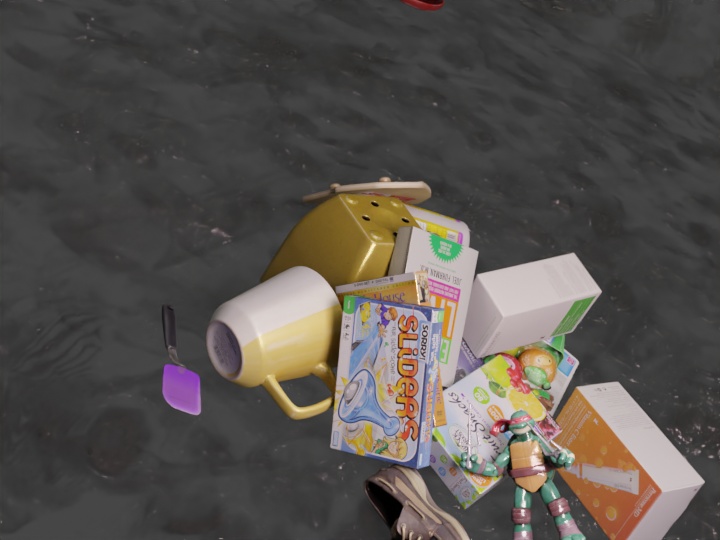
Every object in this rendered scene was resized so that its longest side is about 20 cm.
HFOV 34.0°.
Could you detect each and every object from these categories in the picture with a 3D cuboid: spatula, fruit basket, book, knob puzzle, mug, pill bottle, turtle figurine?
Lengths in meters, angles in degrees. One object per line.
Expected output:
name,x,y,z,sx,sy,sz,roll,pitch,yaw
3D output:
spatula,-0.244,0.109,1.546,0.056,0.021,0.201,23,26,-31
fruit basket,0.235,0.139,1.806,0.184,0.094,0.200,32,34,9
book,0.092,0.054,1.644,0.133,0.202,0.048,17,-11,-36
knob puzzle,0.031,-0.135,1.964,0.218,0.219,0.031,3,82,-35
mug,-0.110,0.092,1.560,0.152,0.151,0.186,-18,33,-40
pill bottle,0.075,-0.058,1.963,0.198,0.105,0.105,17,32,-16
turtle figurine,0.215,0.255,1.505,0.100,0.149,0.202,-7,81,-58

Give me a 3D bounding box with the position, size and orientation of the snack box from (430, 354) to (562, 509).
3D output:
snack box,0.170,0.218,1.622,0.199,0.053,0.143,-26,69,-42

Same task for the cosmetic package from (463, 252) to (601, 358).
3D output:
cosmetic package,0.248,0.051,1.767,0.198,0.108,0.085,-14,58,-32

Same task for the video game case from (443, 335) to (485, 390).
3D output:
video game case,0.108,0.168,1.682,0.198,0.019,0.144,-10,58,-35

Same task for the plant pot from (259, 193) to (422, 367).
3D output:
plant pot,0.000,0.000,1.725,0.193,0.201,0.196,1,38,-36

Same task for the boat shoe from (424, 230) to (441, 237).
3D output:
boat shoe,0.101,0.010,1.827,0.066,0.202,0.072,30,63,34

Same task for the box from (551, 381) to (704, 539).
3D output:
box,0.367,0.275,1.672,0.097,0.125,0.200,-1,40,-38

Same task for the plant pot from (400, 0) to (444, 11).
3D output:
plant pot,0.167,-0.784,3.041,0.198,0.184,0.201,20,31,-12

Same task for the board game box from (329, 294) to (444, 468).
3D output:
board game box,0.033,0.139,1.503,0.134,0.203,0.034,7,4,32

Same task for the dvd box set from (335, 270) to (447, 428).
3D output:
dvd box set,0.038,0.110,1.549,0.029,0.145,0.203,-3,85,-49

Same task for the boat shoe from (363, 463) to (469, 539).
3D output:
boat shoe,0.068,0.321,1.438,0.073,0.075,0.200,-9,36,-30
